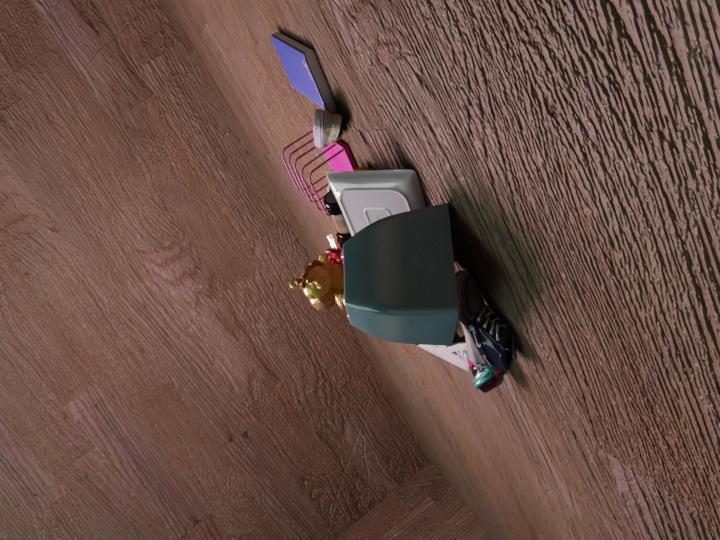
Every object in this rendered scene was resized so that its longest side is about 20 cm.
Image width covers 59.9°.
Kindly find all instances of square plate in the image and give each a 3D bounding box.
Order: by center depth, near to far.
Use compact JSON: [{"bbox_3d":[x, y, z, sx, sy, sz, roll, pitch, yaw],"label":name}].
[{"bbox_3d":[0.042,-0.110,1.226,0.192,0.029,0.203,4,138,29],"label":"square plate"}]

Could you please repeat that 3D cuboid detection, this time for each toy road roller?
[{"bbox_3d":[0.026,-0.148,1.341,0.194,0.148,0.125,3,139,29],"label":"toy road roller"}]

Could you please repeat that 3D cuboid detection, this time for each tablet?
[{"bbox_3d":[0.190,0.191,1.592,0.195,0.014,0.131,25,158,20],"label":"tablet"}]

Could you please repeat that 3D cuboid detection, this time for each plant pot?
[{"bbox_3d":[0.066,0.021,1.124,0.197,0.192,0.202,78,-172,-67],"label":"plant pot"}]

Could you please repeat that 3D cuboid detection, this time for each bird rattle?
[{"bbox_3d":[0.000,0.000,1.406,0.205,0.110,0.163,64,171,4],"label":"bird rattle"}]

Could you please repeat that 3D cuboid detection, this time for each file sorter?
[{"bbox_3d":[-0.094,-0.242,1.536,0.200,0.124,0.141,44,165,53],"label":"file sorter"}]

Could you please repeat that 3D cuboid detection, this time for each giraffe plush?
[{"bbox_3d":[-0.078,0.027,1.548,0.202,0.161,0.172,54,134,5],"label":"giraffe plush"}]

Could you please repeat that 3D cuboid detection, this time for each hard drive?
[{"bbox_3d":[-0.128,-0.437,1.366,0.200,0.025,0.134,47,166,50],"label":"hard drive"}]

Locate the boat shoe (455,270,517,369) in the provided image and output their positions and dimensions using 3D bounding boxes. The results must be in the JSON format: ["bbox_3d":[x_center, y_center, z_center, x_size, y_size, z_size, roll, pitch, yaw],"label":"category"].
[{"bbox_3d":[0.235,0.093,1.161,0.091,0.074,0.204,9,130,45],"label":"boat shoe"}]

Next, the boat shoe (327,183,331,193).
[{"bbox_3d":[0.000,-0.132,1.472,0.201,0.072,0.060,43,-176,-30],"label":"boat shoe"}]

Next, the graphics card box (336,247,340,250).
[{"bbox_3d":[0.024,0.005,1.658,0.200,0.125,0.051,44,136,10],"label":"graphics card box"}]

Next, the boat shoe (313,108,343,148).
[{"bbox_3d":[-0.068,-0.306,1.373,0.200,0.060,0.075,-88,9,-85],"label":"boat shoe"}]

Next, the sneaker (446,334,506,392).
[{"bbox_3d":[0.254,0.197,1.342,0.124,0.082,0.200,65,170,3],"label":"sneaker"}]
